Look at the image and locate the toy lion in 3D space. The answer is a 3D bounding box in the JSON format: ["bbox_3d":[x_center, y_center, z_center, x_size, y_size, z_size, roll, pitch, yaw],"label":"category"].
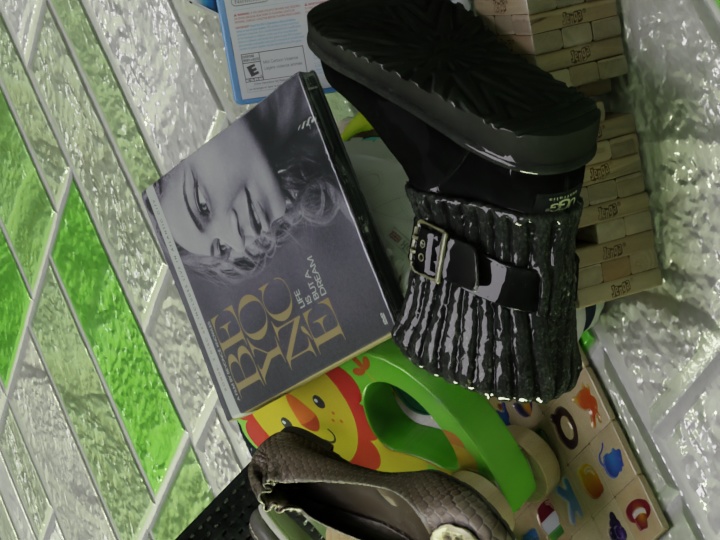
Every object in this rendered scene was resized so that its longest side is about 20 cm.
[{"bbox_3d":[-0.002,0.085,1.363,0.192,0.069,0.200,54,145,-7],"label":"toy lion"}]

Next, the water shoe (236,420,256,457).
[{"bbox_3d":[-0.052,0.055,1.552,0.072,0.079,0.200,106,147,-51],"label":"water shoe"}]

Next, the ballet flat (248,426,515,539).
[{"bbox_3d":[0.007,0.137,1.306,0.200,0.046,0.068,18,130,41],"label":"ballet flat"}]

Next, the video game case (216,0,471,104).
[{"bbox_3d":[-0.018,-0.200,1.281,0.018,0.143,0.201,-53,-45,-70],"label":"video game case"}]

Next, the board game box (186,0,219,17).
[{"bbox_3d":[-0.106,-0.259,1.386,0.126,0.035,0.201,-145,42,-61],"label":"board game box"}]

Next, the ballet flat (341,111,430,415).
[{"bbox_3d":[0.030,-0.012,1.359,0.067,0.067,0.201,-85,-17,-60],"label":"ballet flat"}]

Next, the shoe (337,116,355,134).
[{"bbox_3d":[0.000,0.000,1.422,0.053,0.070,0.201,28,121,42],"label":"shoe"}]

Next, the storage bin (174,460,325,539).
[{"bbox_3d":[-0.098,0.232,1.590,0.094,0.200,0.135,41,148,9],"label":"storage bin"}]

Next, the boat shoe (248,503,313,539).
[{"bbox_3d":[-0.017,0.238,1.509,0.200,0.057,0.067,49,-175,-19],"label":"boat shoe"}]

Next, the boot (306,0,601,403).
[{"bbox_3d":[0.039,-0.040,1.169,0.211,0.079,0.158,42,139,46],"label":"boot"}]

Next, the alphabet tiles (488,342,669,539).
[{"bbox_3d":[0.116,0.118,1.326,0.201,0.006,0.167,65,154,19],"label":"alphabet tiles"}]

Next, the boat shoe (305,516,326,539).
[{"bbox_3d":[0.003,0.155,1.518,0.060,0.072,0.202,-62,31,19],"label":"boat shoe"}]

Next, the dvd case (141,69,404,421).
[{"bbox_3d":[-0.052,-0.009,1.299,0.200,0.016,0.149,-31,78,55],"label":"dvd case"}]

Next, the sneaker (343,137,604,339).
[{"bbox_3d":[0.032,-0.007,1.252,0.200,0.080,0.077,25,137,24],"label":"sneaker"}]

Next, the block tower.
[{"bbox_3d":[0.103,-0.085,1.172,0.054,0.058,0.201,12,114,62],"label":"block tower"}]
